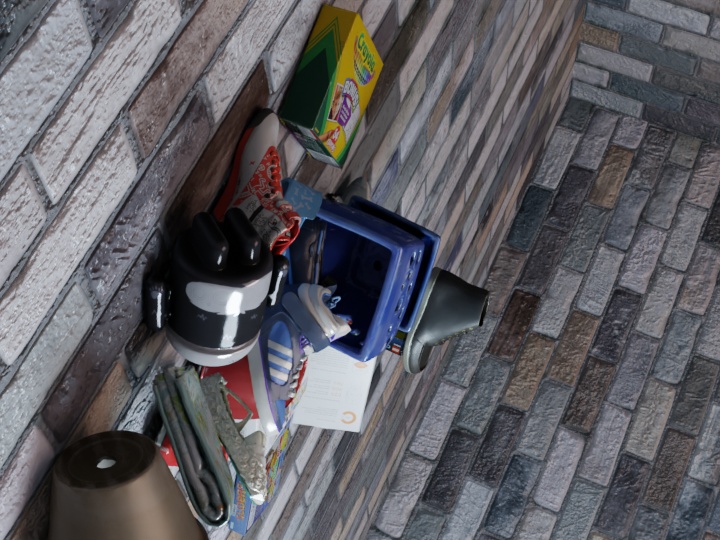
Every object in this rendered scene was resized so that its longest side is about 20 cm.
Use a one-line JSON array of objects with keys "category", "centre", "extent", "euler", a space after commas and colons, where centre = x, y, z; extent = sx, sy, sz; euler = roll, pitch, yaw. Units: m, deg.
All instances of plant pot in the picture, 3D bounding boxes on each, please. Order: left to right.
[{"category": "plant pot", "centre": [-0.276, 0.286, 1.363], "extent": [0.200, 0.199, 0.174], "euler": [-49, 140, -54]}, {"category": "plant pot", "centre": [0.000, 0.000, 1.855], "extent": [0.180, 0.200, 0.201], "euler": [-19, 130, -56]}]

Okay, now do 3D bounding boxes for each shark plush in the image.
[{"category": "shark plush", "centre": [-0.047, -0.093, 1.977], "extent": [0.200, 0.091, 0.084], "euler": [-23, 115, -44]}]

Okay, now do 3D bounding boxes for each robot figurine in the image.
[{"category": "robot figurine", "centre": [-0.173, 0.021, 1.447], "extent": [0.125, 0.150, 0.200], "euler": [-72, 176, -52]}]

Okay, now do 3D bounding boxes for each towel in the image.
[{"category": "towel", "centre": [-0.202, 0.215, 1.502], "extent": [0.171, 0.048, 0.201], "euler": [112, -41, -87]}]

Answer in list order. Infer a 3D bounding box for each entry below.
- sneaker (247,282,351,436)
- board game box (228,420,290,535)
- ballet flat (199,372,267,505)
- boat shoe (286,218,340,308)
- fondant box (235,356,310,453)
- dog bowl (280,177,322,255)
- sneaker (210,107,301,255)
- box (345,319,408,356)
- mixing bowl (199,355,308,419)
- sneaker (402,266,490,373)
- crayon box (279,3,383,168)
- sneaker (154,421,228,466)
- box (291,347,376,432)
[{"category": "sneaker", "centre": [-0.080, 0.117, 1.636], "extent": [0.081, 0.146, 0.201], "euler": [172, -92, -84]}, {"category": "board game box", "centre": [-0.174, 0.344, 2.095], "extent": [0.135, 0.034, 0.201], "euler": [-47, 153, -58]}, {"category": "ballet flat", "centre": [-0.167, 0.218, 1.616], "extent": [0.072, 0.200, 0.072], "euler": [-28, 154, -15]}, {"category": "boat shoe", "centre": [-0.065, 0.026, 1.699], "extent": [0.084, 0.068, 0.201], "euler": [-95, 179, -64]}, {"category": "fondant box", "centre": [-0.148, 0.205, 1.952], "extent": [0.200, 0.058, 0.145], "euler": [-54, 160, -44]}, {"category": "dog bowl", "centre": [-0.125, -0.041, 1.608], "extent": [0.111, 0.050, 0.200], "euler": [-19, -141, 55]}, {"category": "sneaker", "centre": [-0.116, -0.100, 1.528], "extent": [0.067, 0.108, 0.202], "euler": [55, 57, -73]}, {"category": "box", "centre": [0.008, 0.054, 2.029], "extent": [0.137, 0.199, 0.038], "euler": [-53, 161, -47]}, {"category": "mixing bowl", "centre": [-0.146, 0.142, 1.766], "extent": [0.200, 0.108, 0.201], "euler": [22, 90, -76]}, {"category": "sneaker", "centre": [0.138, 0.100, 1.944], "extent": [0.075, 0.106, 0.201], "euler": [-48, 157, -54]}, {"category": "crayon box", "centre": [-0.037, -0.257, 1.705], "extent": [0.200, 0.058, 0.173], "euler": [44, 68, -75]}, {"category": "sneaker", "centre": [-0.227, 0.241, 1.643], "extent": [0.200, 0.085, 0.077], "euler": [49, 62, -74]}, {"category": "box", "centre": [-0.045, 0.171, 2.104], "extent": [0.098, 0.124, 0.201], "euler": [-91, -168, -58]}]
